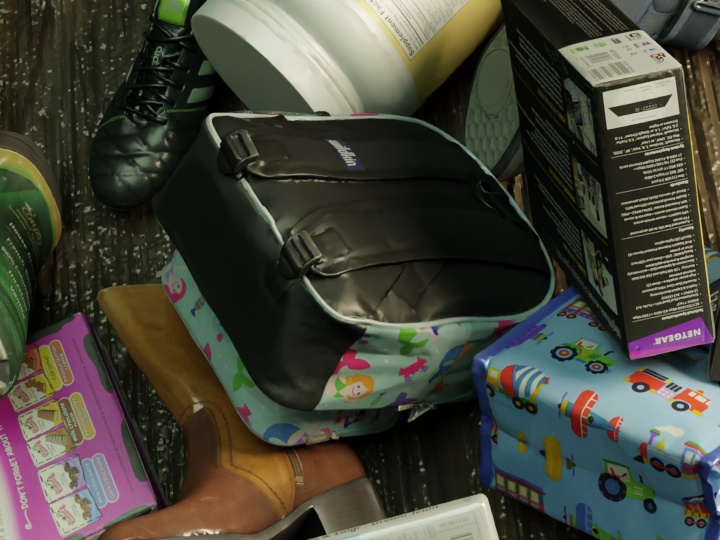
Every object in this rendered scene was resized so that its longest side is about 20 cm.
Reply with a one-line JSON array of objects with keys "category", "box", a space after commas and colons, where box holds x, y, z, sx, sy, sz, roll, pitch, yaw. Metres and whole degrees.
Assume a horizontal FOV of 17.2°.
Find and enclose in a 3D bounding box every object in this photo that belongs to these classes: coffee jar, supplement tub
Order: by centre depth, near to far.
[{"category": "coffee jar", "box": [-0.234, -0.001, 1.373, 0.104, 0.086, 0.200, -15, 30, 13]}, {"category": "supplement tub", "box": [0.011, -0.175, 1.413, 0.145, 0.146, 0.200, 38, 77, 27]}]

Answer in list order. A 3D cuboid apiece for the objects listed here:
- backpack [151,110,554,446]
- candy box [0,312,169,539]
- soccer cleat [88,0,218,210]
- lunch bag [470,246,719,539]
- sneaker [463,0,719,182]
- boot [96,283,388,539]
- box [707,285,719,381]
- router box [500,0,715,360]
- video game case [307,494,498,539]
[{"category": "backpack", "box": [0.000, 0.000, 1.314, 0.199, 0.151, 0.178, -9, 52, -38]}, {"category": "candy box", "box": [-0.219, 0.130, 1.357, 0.199, 0.061, 0.137, -24, 61, -1]}, {"category": "soccer cleat", "box": [-0.114, -0.131, 1.456, 0.067, 0.081, 0.201, 20, 69, 22]}, {"category": "lunch bag", "box": [0.179, 0.056, 1.285, 0.150, 0.094, 0.200, 22, 45, 32]}, {"category": "sneaker", "box": [0.155, -0.130, 1.398, 0.203, 0.146, 0.077, -64, 35, 23]}, {"category": "boot", "box": [-0.095, 0.082, 1.309, 0.188, 0.069, 0.200, -11, 57, -31]}, {"category": "box", "box": [0.291, 0.014, 1.251, 0.199, 0.049, 0.159, 11, 33, 10]}, {"category": "router box", "box": [0.127, -0.061, 1.254, 0.051, 0.150, 0.200, -12, 23, -6]}, {"category": "video game case", "box": [0.004, 0.234, 1.218, 0.181, 0.024, 0.201, -16, 94, 5]}]
